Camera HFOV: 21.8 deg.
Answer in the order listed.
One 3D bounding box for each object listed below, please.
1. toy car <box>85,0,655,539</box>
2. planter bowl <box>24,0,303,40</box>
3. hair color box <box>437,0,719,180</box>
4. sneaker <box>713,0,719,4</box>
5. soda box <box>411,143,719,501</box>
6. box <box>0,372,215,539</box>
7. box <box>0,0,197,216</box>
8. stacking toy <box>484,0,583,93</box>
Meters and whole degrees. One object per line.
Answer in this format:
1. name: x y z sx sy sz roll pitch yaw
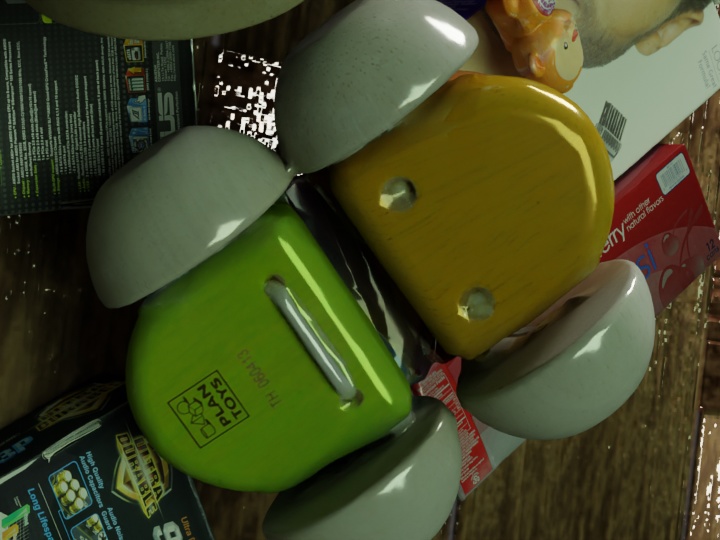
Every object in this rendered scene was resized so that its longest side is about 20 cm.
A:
1. toy car: 0.000 0.000 0.715 0.199 0.150 0.176 -35 103 0
2. planter bowl: -0.067 -0.163 0.615 0.200 0.200 0.136 -32 139 -32
3. hair color box: 0.079 -0.088 0.857 0.200 0.065 0.110 -40 116 -31
4. sneaker: 0.175 -0.191 0.880 0.081 0.070 0.200 -57 156 -11
5. soda box: 0.076 0.017 0.857 0.200 0.070 0.064 -39 116 -31
6. box: -0.118 0.165 0.727 0.158 0.046 0.202 -31 111 -33
7. box: -0.140 -0.120 0.690 0.159 0.044 0.202 -8 98 -37
8. stacking toy: 0.036 -0.155 0.756 0.201 0.109 0.116 55 36 -19
